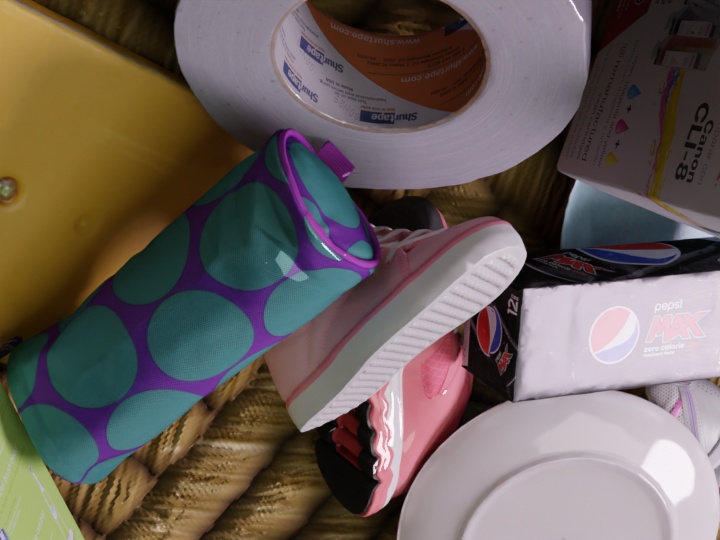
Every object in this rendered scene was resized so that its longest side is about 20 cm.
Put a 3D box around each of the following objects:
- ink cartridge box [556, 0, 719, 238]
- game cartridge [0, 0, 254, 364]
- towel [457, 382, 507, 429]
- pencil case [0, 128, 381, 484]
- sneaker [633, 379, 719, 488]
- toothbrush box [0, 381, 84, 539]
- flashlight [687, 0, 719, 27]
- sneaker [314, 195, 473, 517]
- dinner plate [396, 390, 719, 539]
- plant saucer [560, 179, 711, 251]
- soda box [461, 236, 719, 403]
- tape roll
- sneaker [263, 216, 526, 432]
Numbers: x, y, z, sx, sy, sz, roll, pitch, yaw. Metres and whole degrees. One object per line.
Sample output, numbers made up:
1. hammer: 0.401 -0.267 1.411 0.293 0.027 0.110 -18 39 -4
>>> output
1. ink cartridge box: 0.224 -0.082 0.881 0.143 0.200 0.147 20 93 -22
2. game cartridge: -0.146 -0.029 0.884 0.199 0.032 0.177 24 103 -36
3. towel: 0.108 0.180 1.070 0.142 0.023 0.202 18 115 8
4. pencil case: -0.085 0.019 0.843 0.199 0.093 0.085 -37 103 19
5. sneaker: 0.165 0.132 1.093 0.088 0.081 0.200 36 110 -7
6. toothbrush box: -0.240 0.116 0.846 0.144 0.086 0.201 -10 123 13
7. flashlight: 0.143 -0.181 0.837 0.068 0.200 0.068 34 97 -34
8. sneaker: 0.029 0.044 0.994 0.086 0.074 0.202 -12 125 -37
9. dinner plate: 0.120 0.161 1.016 0.198 0.024 0.202 -2 117 -5
10. plant saucer: 0.201 -0.042 1.038 0.199 0.039 0.203 -11 120 -20
11. soda box: 0.159 0.025 0.983 0.198 0.063 0.072 -5 108 -26
12. tape roll: 0.012 -0.124 0.820 0.198 0.067 0.201 5 145 3
13. sneaker: 0.000 0.000 0.887 0.075 0.105 0.200 -16 163 -38
